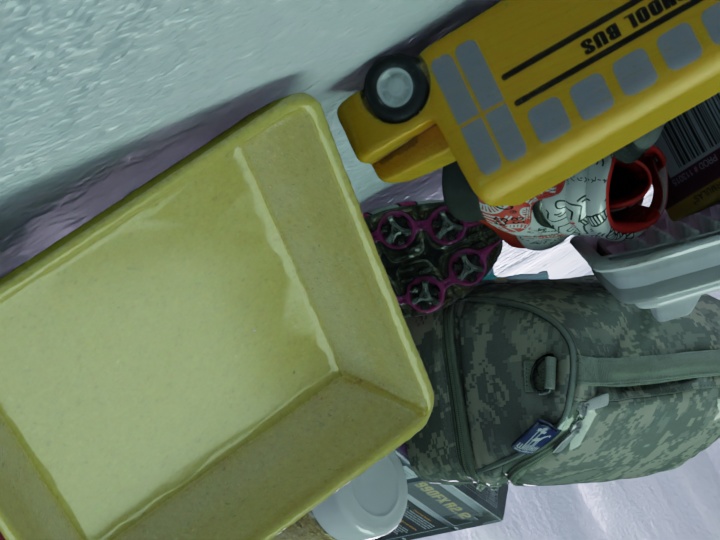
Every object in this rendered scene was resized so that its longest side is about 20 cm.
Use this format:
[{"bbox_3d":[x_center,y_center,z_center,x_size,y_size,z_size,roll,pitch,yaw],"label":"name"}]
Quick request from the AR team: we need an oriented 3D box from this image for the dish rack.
[{"bbox_3d":[0.217,-0.016,0.961,0.171,0.044,0.200,-17,-173,4],"label":"dish rack"}]

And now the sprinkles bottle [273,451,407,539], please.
[{"bbox_3d":[-0.061,0.160,1.081,0.200,0.068,0.068,-22,177,41],"label":"sprinkles bottle"}]

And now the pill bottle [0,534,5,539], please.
[{"bbox_3d":[-0.235,0.175,1.236,0.200,0.110,0.110,-27,172,-1],"label":"pill bottle"}]

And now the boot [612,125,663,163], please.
[{"bbox_3d":[0.160,-0.116,0.802,0.132,0.070,0.200,-36,175,19],"label":"boot"}]

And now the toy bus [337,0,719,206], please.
[{"bbox_3d":[0.092,-0.089,0.690,0.200,0.078,0.065,-30,172,22],"label":"toy bus"}]

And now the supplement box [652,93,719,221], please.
[{"bbox_3d":[0.266,-0.121,0.968,0.200,0.103,0.131,-20,170,-36],"label":"supplement box"}]

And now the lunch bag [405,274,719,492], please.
[{"bbox_3d":[0.141,0.068,1.055,0.200,0.140,0.168,-1,173,-37],"label":"lunch bag"}]

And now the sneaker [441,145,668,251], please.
[{"bbox_3d":[0.134,-0.044,0.960,0.108,0.067,0.201,6,179,26],"label":"sneaker"}]

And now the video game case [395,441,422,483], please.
[{"bbox_3d":[-0.066,0.098,1.066,0.143,0.019,0.200,-15,139,35],"label":"video game case"}]

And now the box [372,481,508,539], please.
[{"bbox_3d":[-0.015,0.130,1.163,0.158,0.048,0.200,-20,136,38],"label":"box"}]

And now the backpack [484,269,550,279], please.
[{"bbox_3d":[0.055,0.056,1.228,0.200,0.151,0.177,-16,176,43],"label":"backpack"}]

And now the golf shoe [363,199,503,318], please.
[{"bbox_3d":[0.000,0.000,1.047,0.200,0.073,0.092,-22,-170,18],"label":"golf shoe"}]

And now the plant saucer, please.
[{"bbox_3d":[-0.080,0.042,0.709,0.200,0.048,0.200,-35,130,-15],"label":"plant saucer"}]
